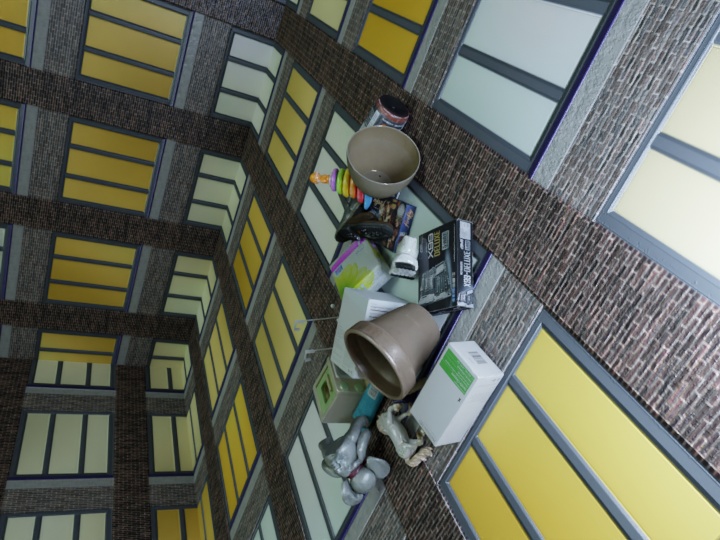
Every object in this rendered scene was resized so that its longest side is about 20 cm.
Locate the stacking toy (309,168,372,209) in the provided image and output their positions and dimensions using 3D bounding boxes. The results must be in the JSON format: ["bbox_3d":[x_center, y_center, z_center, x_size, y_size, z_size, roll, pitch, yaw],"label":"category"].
[{"bbox_3d":[-0.055,-0.266,1.680,0.117,0.198,0.110,92,-171,-48],"label":"stacking toy"}]

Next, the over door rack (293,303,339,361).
[{"bbox_3d":[-0.087,0.172,1.632,0.148,0.198,0.067,-118,19,-50],"label":"over door rack"}]

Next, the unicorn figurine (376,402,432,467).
[{"bbox_3d":[0.094,0.382,1.353,0.138,0.073,0.201,-59,34,35],"label":"unicorn figurine"}]

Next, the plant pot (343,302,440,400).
[{"bbox_3d":[0.087,0.167,1.296,0.200,0.174,0.201,39,152,25],"label":"plant pot"}]

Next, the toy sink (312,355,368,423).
[{"bbox_3d":[-0.048,0.324,1.599,0.201,0.111,0.131,-60,34,34],"label":"toy sink"}]

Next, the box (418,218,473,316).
[{"bbox_3d":[0.196,-0.002,1.303,0.157,0.049,0.202,-21,64,60],"label":"box"}]

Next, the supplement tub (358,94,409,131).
[{"bbox_3d":[0.053,-0.405,1.641,0.200,0.106,0.108,-54,38,42],"label":"supplement tub"}]

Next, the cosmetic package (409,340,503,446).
[{"bbox_3d":[0.198,0.258,1.172,0.108,0.084,0.201,49,125,42],"label":"cosmetic package"}]

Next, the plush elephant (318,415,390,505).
[{"bbox_3d":[-0.013,0.506,1.455,0.164,0.155,0.200,-37,8,7],"label":"plush elephant"}]

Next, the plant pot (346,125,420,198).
[{"bbox_3d":[0.052,-0.277,1.538,0.135,0.198,0.202,107,159,-60],"label":"plant pot"}]

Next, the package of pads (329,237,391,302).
[{"bbox_3d":[0.000,0.000,1.591,0.154,0.068,0.200,-43,33,13],"label":"package of pads"}]

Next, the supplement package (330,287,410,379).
[{"bbox_3d":[0.034,0.164,1.453,0.152,0.150,0.202,21,101,62],"label":"supplement package"}]

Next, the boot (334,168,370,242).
[{"bbox_3d":[-0.049,-0.213,1.812,0.182,0.072,0.201,-51,44,22],"label":"boot"}]

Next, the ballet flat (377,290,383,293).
[{"bbox_3d":[0.005,0.073,1.627,0.200,0.056,0.067,3,102,63],"label":"ballet flat"}]

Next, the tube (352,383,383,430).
[{"bbox_3d":[0.024,0.365,1.526,0.078,0.050,0.201,61,138,45],"label":"tube"}]

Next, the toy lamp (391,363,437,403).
[{"bbox_3d":[0.135,0.273,1.328,0.200,0.058,0.059,-44,45,49],"label":"toy lamp"}]

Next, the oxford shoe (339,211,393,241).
[{"bbox_3d":[0.025,-0.132,1.571,0.199,0.073,0.085,10,60,49],"label":"oxford shoe"}]

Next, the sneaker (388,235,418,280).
[{"bbox_3d":[0.114,-0.027,1.398,0.200,0.074,0.082,99,-179,-76],"label":"sneaker"}]

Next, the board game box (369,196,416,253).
[{"bbox_3d":[0.079,-0.139,1.585,0.200,0.034,0.137,36,114,60],"label":"board game box"}]
